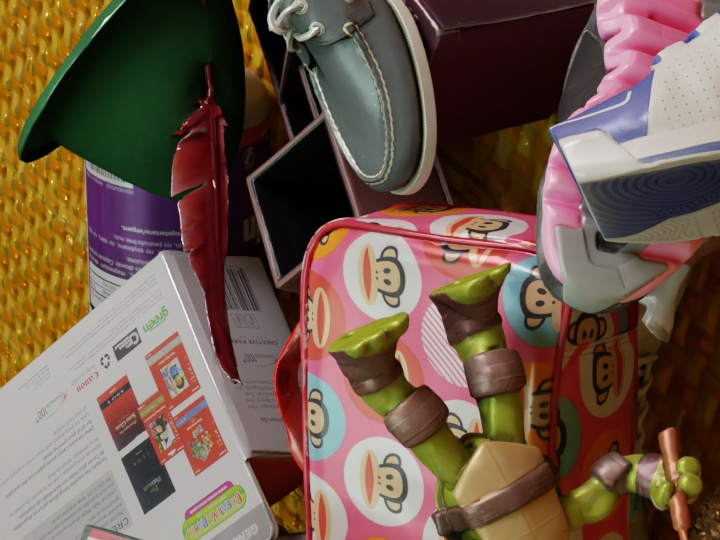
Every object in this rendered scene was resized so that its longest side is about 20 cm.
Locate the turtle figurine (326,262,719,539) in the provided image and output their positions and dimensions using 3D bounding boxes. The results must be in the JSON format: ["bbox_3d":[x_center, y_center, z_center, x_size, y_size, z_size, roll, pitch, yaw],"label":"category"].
[{"bbox_3d":[0.064,0.082,0.827,0.064,0.200,0.161,178,67,-83],"label":"turtle figurine"}]

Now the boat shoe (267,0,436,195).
[{"bbox_3d":[-0.026,-0.124,0.920,0.073,0.062,0.200,-30,78,54],"label":"boat shoe"}]

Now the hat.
[{"bbox_3d":[-0.070,-0.064,1.080,0.176,0.200,0.166,39,172,1],"label":"hat"}]

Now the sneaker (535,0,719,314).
[{"bbox_3d":[0.112,-0.054,0.876,0.079,0.200,0.095,24,145,-7],"label":"sneaker"}]

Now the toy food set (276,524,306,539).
[{"bbox_3d":[0.012,0.173,1.146,0.144,0.060,0.200,41,152,-19],"label":"toy food set"}]

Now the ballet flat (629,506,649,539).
[{"bbox_3d":[0.105,0.128,1.040,0.200,0.068,0.072,47,120,41],"label":"ballet flat"}]

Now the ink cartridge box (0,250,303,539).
[{"bbox_3d":[-0.116,0.116,1.140,0.200,0.084,0.176,-37,65,31],"label":"ink cartridge box"}]

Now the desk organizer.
[{"bbox_3d":[-0.019,-0.082,1.054,0.072,0.077,0.200,-38,55,33],"label":"desk organizer"}]

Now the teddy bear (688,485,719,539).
[{"bbox_3d":[0.213,0.176,0.892,0.145,0.067,0.200,-40,70,50],"label":"teddy bear"}]

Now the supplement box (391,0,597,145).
[{"bbox_3d":[0.016,-0.162,1.001,0.200,0.110,0.086,55,141,27],"label":"supplement box"}]

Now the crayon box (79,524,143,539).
[{"bbox_3d":[-0.022,0.194,0.962,0.200,0.173,0.058,13,73,25],"label":"crayon box"}]

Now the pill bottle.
[{"bbox_3d":[-0.112,-0.023,1.233,0.112,0.112,0.200,28,125,47],"label":"pill bottle"}]

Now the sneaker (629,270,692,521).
[{"bbox_3d":[0.115,0.074,0.970,0.087,0.075,0.200,45,121,27],"label":"sneaker"}]

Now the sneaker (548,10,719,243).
[{"bbox_3d":[0.166,-0.092,0.788,0.081,0.199,0.115,61,-170,-64],"label":"sneaker"}]

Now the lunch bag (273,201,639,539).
[{"bbox_3d":[0.036,0.070,0.932,0.176,0.082,0.200,9,104,34],"label":"lunch bag"}]

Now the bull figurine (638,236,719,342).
[{"bbox_3d":[0.197,0.018,0.840,0.121,0.065,0.200,-46,51,15],"label":"bull figurine"}]
